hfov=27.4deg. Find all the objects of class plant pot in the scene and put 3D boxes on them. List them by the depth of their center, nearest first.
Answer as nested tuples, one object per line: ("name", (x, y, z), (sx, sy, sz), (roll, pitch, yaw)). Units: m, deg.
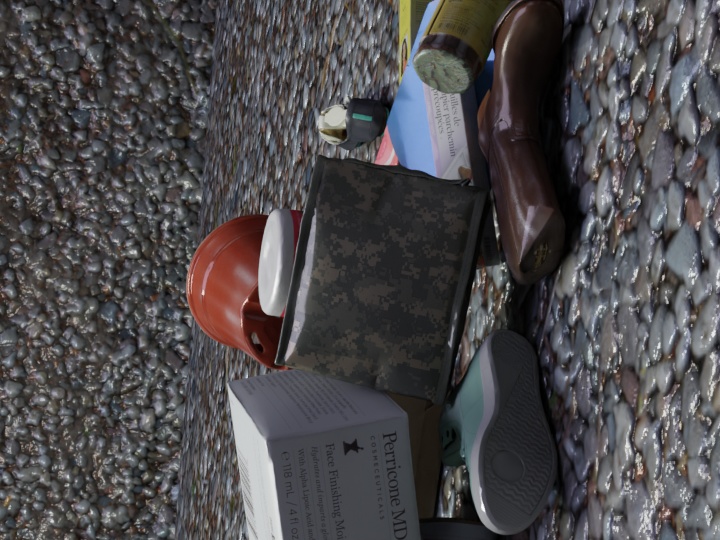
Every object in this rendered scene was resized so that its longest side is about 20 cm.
("plant pot", (-0.121, 0.041, 2.047), (0.195, 0.199, 0.203), (-145, 62, -64))

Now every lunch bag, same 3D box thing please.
("lunch bag", (0.022, 0.001, 1.341), (0.118, 0.163, 0.202), (-37, -41, -80))

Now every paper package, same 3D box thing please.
("paper package", (0.013, 0.186, 1.603), (0.200, 0.103, 0.192), (-145, 60, -73))

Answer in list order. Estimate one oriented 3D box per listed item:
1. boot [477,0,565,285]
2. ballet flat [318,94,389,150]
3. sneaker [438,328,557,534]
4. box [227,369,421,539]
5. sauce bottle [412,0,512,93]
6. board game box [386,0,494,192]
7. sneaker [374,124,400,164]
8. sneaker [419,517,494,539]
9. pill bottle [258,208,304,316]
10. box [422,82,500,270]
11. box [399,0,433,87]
("boot", (0.149, -0.109, 1.265), (0.187, 0.064, 0.201), (100, 169, -51))
("ballet flat", (-0.018, -0.197, 1.943), (0.200, 0.072, 0.074), (-175, 91, -76))
("sneaker", (0.112, 0.163, 1.275), (0.201, 0.073, 0.119), (-85, 17, -44))
("box", (-0.032, 0.207, 1.350), (0.200, 0.130, 0.201), (-146, 47, -72))
("sauce bottle", (0.111, -0.254, 1.361), (0.201, 0.064, 0.065), (-64, 4, -27))
("board game box", (0.108, -0.168, 1.451), (0.158, 0.039, 0.201), (40, 122, 37))
("sneaker", (0.056, -0.135, 1.665), (0.087, 0.073, 0.201), (-80, 10, -49))
("sneaker", (0.069, 0.297, 1.407), (0.200, 0.071, 0.114), (146, 132, -69))
("pill bottle", (0.000, 0.000, 1.529), (0.111, 0.198, 0.112), (-174, 90, -76))
("box", (0.095, -0.100, 1.405), (0.041, 0.038, 0.202), (-6, -93, -63))
("box", (0.080, -0.244, 1.566), (0.050, 0.075, 0.202), (123, 148, -68))
